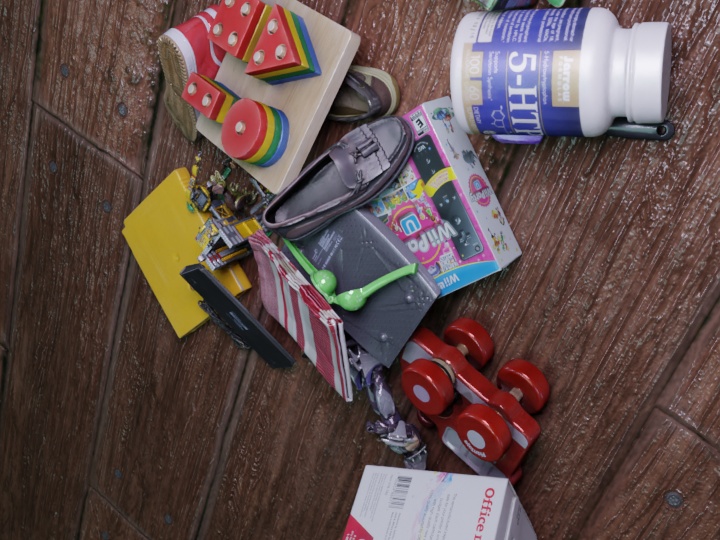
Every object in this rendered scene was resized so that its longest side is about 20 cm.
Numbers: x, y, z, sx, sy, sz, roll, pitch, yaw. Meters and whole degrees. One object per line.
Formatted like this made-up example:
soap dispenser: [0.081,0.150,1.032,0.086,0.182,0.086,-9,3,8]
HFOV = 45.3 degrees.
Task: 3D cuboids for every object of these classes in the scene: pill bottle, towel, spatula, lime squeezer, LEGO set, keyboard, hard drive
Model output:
pill bottle: [0.196,-0.192,0.842,0.196,0.119,0.123,5,110,25]
towel: [-0.075,0.056,1.068,0.200,0.022,0.146,45,153,40]
spatula: [0.226,-0.154,0.901,0.196,0.020,0.058,12,109,31]
lime squeezer: [-0.027,0.005,0.992,0.197,0.037,0.072,17,113,33]
LEGO set: [-0.172,-0.098,1.138,0.199,0.115,0.156,-35,86,37]
keyboard: [-0.177,0.067,1.218,0.201,0.021,0.126,49,151,-18]
hard drive: [0.000,0.000,1.022,0.200,0.042,0.136,44,125,17]

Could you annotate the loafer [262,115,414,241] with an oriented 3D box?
loafer: [-0.026,-0.100,0.959,0.199,0.063,0.073,-37,74,17]

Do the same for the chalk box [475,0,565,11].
chalk box: [0.137,-0.337,0.835,0.199,0.123,0.126,41,124,14]

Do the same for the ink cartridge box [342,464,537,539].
ink cartridge box: [0.096,0.343,1.048,0.196,0.147,0.146,-2,138,31]

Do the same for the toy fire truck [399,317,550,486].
toy fire truck: [0.124,0.168,1.045,0.199,0.112,0.170,38,143,19]

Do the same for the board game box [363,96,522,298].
board game box: [0.078,-0.075,1.008,0.146,0.064,0.203,-26,91,39]

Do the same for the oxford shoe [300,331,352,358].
oxford shoe: [-0.019,0.043,1.126,0.200,0.070,0.072,-47,59,32]

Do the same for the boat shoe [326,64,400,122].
boat shoe: [-0.048,-0.221,1.041,0.196,0.064,0.075,12,114,32]

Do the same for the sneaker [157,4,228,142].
sneaker: [-0.204,-0.262,1.145,0.071,0.112,0.201,40,155,13]

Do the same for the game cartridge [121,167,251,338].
game cartridge: [-0.265,-0.023,1.290,0.175,0.032,0.203,-32,85,38]

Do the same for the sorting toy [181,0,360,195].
sorting toy: [-0.122,-0.226,1.019,0.198,0.069,0.203,39,107,38]

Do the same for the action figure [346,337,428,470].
action figure: [0.031,0.179,1.106,0.203,0.068,0.130,63,164,5]
